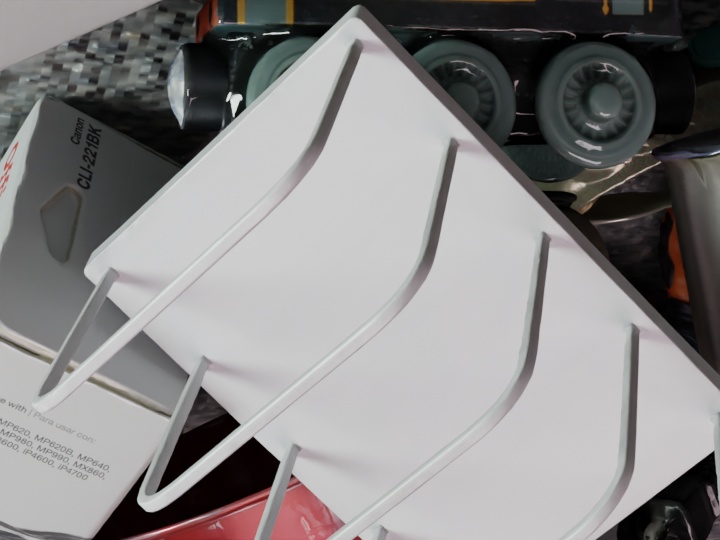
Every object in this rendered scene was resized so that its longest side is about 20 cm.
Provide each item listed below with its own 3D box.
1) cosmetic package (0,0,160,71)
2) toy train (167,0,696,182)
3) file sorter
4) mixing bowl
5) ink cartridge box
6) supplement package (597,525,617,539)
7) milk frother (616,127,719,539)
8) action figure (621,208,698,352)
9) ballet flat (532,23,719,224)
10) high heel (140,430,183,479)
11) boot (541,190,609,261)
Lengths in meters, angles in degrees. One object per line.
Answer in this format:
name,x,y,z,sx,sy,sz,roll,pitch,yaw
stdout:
cosmetic package,-0.109,-0.139,0.648,0.199,0.085,0.108,-24,140,7
toy train,0.028,-0.092,0.733,0.198,0.115,0.085,0,177,-11
file sorter,0.013,0.047,0.654,0.139,0.125,0.200,-40,105,22
mixing bowl,-0.020,0.118,0.841,0.199,0.200,0.109,-21,98,5
ink cartridge box,-0.143,0.054,0.793,0.083,0.145,0.200,25,126,-18
supplement package,0.107,0.209,0.993,0.111,0.156,0.199,-43,158,21
milk frother,0.164,0.035,0.789,0.199,0.190,0.180,-8,-174,34
action figure,0.134,0.024,0.897,0.199,0.105,0.194,10,120,-36
ballet flat,0.141,-0.065,0.826,0.199,0.068,0.063,-20,111,15
high heel,-0.156,0.116,0.956,0.067,0.096,0.201,20,106,-44
boot,0.000,0.000,0.789,0.198,0.071,0.146,-6,170,12
